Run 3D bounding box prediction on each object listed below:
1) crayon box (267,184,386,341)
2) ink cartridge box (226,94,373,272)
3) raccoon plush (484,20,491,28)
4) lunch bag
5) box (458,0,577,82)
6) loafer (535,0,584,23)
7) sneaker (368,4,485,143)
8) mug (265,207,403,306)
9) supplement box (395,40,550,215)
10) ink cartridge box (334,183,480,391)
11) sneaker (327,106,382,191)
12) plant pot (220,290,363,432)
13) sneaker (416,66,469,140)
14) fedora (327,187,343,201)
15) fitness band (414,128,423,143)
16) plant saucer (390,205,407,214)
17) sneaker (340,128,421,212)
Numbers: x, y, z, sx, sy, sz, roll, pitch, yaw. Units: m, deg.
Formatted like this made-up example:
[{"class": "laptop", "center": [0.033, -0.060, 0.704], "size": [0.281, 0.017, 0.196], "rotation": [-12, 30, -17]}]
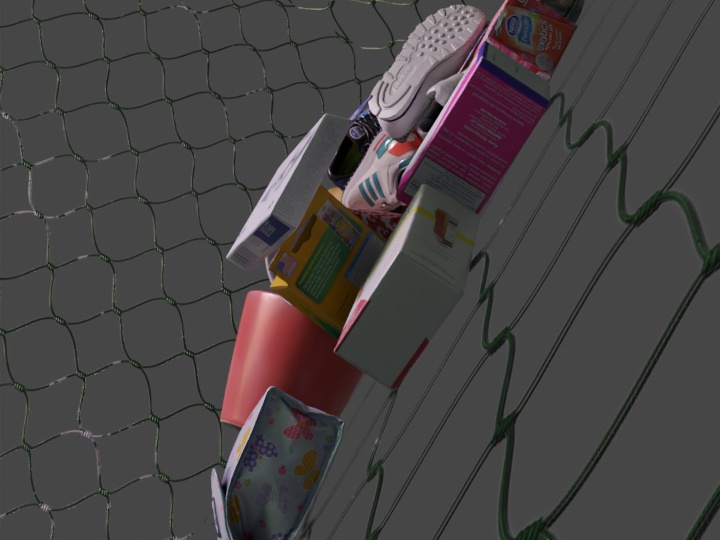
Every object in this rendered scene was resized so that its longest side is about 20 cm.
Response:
[{"class": "crayon box", "center": [-0.020, 0.007, 1.484], "size": [0.051, 0.200, 0.127], "rotation": [-6, 49, 58]}, {"class": "ink cartridge box", "center": [-0.077, -0.110, 1.477], "size": [0.201, 0.040, 0.199], "rotation": [-62, 11, -24]}, {"class": "raccoon plush", "center": [0.231, -0.305, 1.831], "size": [0.199, 0.133, 0.098], "rotation": [-8, -60, -53]}, {"class": "lunch bag", "center": [-0.113, 0.252, 1.454], "size": [0.170, 0.126, 0.202], "rotation": [127, 167, -76]}, {"class": "box", "center": [0.190, -0.265, 1.630], "size": [0.096, 0.099, 0.200], "rotation": [-61, 3, -26]}, {"class": "loafer", "center": [0.270, -0.372, 1.686], "size": [0.072, 0.062, 0.200], "rotation": [-57, 4, 26]}, {"class": "sneaker", "center": [0.093, -0.259, 1.611], "size": [0.200, 0.076, 0.081], "rotation": [-48, -39, -4]}, {"class": "mug", "center": [-0.009, -0.001, 1.631], "size": [0.132, 0.180, 0.199], "rotation": [-12, -6, 39]}, {"class": "supplement box", "center": [0.136, -0.157, 1.492], "size": [0.201, 0.103, 0.101], "rotation": [-57, 5, 22]}, {"class": "ink cartridge box", "center": [0.055, 0.013, 1.358], "size": [0.146, 0.083, 0.200], "rotation": [-58, 4, 26]}, {"class": "sneaker", "center": [0.023, -0.194, 1.745], "size": [0.201, 0.078, 0.089], "rotation": [-57, -28, 13]}, {"class": "plant pot", "center": [-0.094, 0.147, 1.675], "size": [0.200, 0.198, 0.179], "rotation": [136, 155, -77]}, {"class": "sneaker", "center": [0.109, -0.171, 1.607], "size": [0.091, 0.076, 0.202], "rotation": [-17, -46, -24]}, {"class": "fedora", "center": [-0.023, -0.061, 1.884], "size": [0.200, 0.081, 0.203], "rotation": [9, -90, -76]}, {"class": "fitness band", "center": [0.127, -0.207, 1.760], "size": [0.199, 0.037, 0.145], "rotation": [23, -99, -57]}, {"class": "plant saucer", "center": [0.041, -0.038, 1.851], "size": [0.200, 0.034, 0.203], "rotation": [13, -90, -87]}, {"class": "sneaker", "center": [0.038, -0.109, 1.709], "size": [0.070, 0.094, 0.201], "rotation": [-14, -32, -35]}]
